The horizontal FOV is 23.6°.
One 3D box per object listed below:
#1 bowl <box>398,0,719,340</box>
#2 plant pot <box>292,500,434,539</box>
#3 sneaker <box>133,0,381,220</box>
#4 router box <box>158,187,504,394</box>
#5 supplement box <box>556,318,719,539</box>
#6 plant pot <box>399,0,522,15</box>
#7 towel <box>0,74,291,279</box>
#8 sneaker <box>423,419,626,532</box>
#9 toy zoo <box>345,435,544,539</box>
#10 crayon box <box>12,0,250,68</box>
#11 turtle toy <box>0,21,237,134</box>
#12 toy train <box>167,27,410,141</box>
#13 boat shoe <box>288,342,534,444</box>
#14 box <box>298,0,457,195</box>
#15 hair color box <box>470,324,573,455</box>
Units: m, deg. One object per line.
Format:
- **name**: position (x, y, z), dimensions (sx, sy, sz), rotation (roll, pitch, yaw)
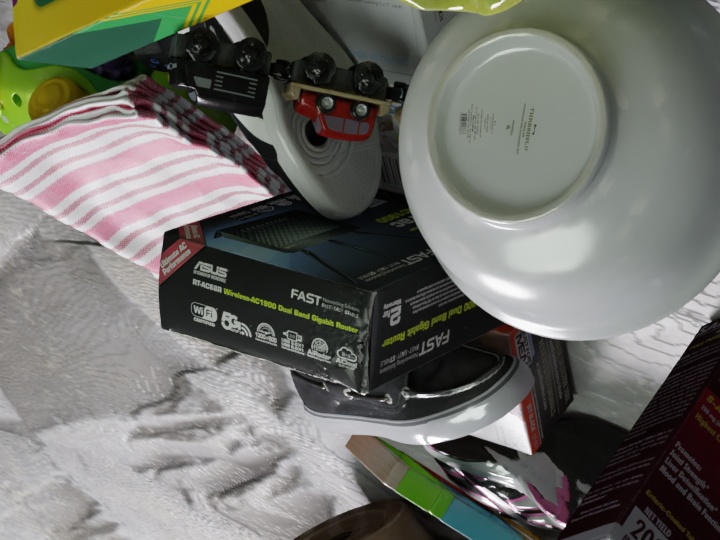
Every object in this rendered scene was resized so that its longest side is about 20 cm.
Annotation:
- **bowl**: position (0.095, -0.067, 0.865), dimensions (0.200, 0.090, 0.202), rotation (-3, 84, 28)
- **plant pot**: position (0.015, 0.284, 1.356), dimensions (0.200, 0.200, 0.174), rotation (-16, 101, 51)
- **sneaker**: position (-0.070, -0.117, 1.023), dimensions (0.112, 0.073, 0.200), rotation (-11, 112, 53)
- **router box**: position (0.000, 0.000, 1.023), dimensions (0.150, 0.200, 0.062), rotation (16, 113, 31)
- **supplement box**: position (0.202, 0.122, 0.967), dimensions (0.109, 0.200, 0.061), rotation (46, 144, -8)
- **plant pot**: position (0.070, -0.211, 0.747), dimensions (0.200, 0.184, 0.201), rotation (26, 143, 21)
- **towel**: position (-0.134, -0.050, 1.111), dimensions (0.146, 0.030, 0.200), rotation (-19, 147, 30)
- **sneaker**: position (0.132, 0.144, 1.186), dimensions (0.200, 0.080, 0.086), rotation (29, 156, 31)
- **toy zoo**: position (0.088, 0.178, 1.214), dimensions (0.200, 0.020, 0.131), rotation (33, 178, -13)
- **crayon box**: position (-0.127, -0.227, 0.936), dimensions (0.172, 0.058, 0.201), rotation (-11, 81, 48)
- **turtle toy**: position (-0.172, -0.111, 1.162), dimensions (0.200, 0.101, 0.146), rotation (16, 161, 28)
- **toy train**: position (-0.010, -0.094, 0.956), dimensions (0.199, 0.046, 0.034), rotation (10, 179, -15)
- **boat shoe**: position (0.022, 0.062, 1.091), dimensions (0.200, 0.070, 0.066), rotation (-3, 126, 54)
- **box**: position (-0.013, -0.140, 1.031), dimensions (0.156, 0.041, 0.200), rotation (14, 138, 33)
- **hair color box**: position (0.037, 0.041, 1.160), dimensions (0.200, 0.064, 0.111), rotation (14, 136, 32)
